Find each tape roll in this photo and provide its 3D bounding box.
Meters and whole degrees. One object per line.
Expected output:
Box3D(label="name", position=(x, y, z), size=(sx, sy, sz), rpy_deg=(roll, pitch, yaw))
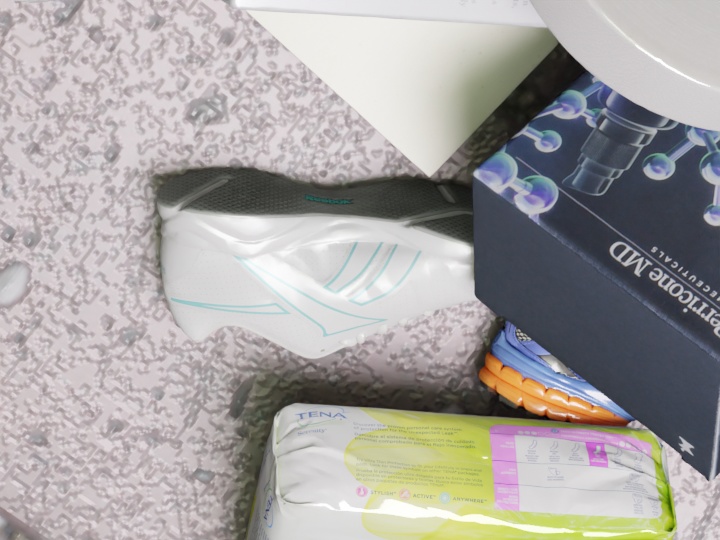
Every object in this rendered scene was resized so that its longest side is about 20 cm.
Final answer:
Box3D(label="tape roll", position=(0.154, -0.157, 1.087), size=(0.203, 0.037, 0.203), rpy_deg=(8, 67, -19))

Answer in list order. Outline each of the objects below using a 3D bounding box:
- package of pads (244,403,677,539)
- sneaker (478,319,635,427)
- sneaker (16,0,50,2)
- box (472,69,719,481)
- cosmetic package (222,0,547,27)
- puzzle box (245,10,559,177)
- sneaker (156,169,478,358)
Box3D(label="package of pads", position=(0.043, 0.137, 1.237), size=(0.200, 0.068, 0.155), rpy_deg=(4, 139, -9))
Box3D(label="sneaker", position=(0.163, 0.045, 1.256), size=(0.200, 0.075, 0.078), rpy_deg=(10, 102, -12))
Box3D(label="sneaker", position=(-0.091, -0.189, 1.137), size=(0.200, 0.100, 0.075), rpy_deg=(-44, 102, 6))
Box3D(label="box", position=(0.169, -0.035, 1.141), size=(0.148, 0.107, 0.200), rpy_deg=(38, 67, 24))
Box3D(label="cosmetic package", position=(0.031, -0.166, 1.125), size=(0.200, 0.071, 0.101), rpy_deg=(2, 106, -22))
Box3D(label="puzzle box", position=(0.053, -0.160, 1.203), size=(0.133, 0.025, 0.200), rpy_deg=(42, 98, -16))
Box3D(label="sneaker", position=(0.000, 0.000, 1.228), size=(0.200, 0.070, 0.080), rpy_deg=(4, 113, -1))
